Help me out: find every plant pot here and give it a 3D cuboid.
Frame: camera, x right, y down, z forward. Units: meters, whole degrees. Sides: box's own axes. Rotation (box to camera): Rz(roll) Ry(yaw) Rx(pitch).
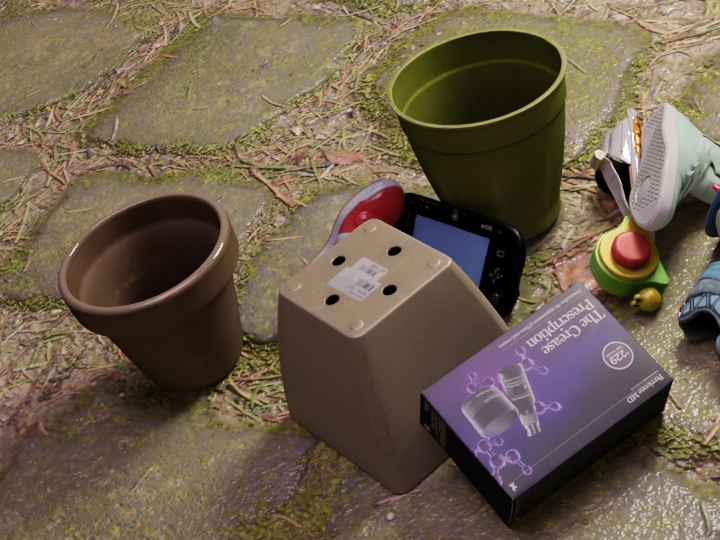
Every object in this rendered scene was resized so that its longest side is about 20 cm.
[{"bbox_3d":[0.150,-0.140,1.798,0.200,0.193,0.200,-11,37,8],"label":"plant pot"},{"bbox_3d":[0.029,0.068,1.624,0.200,0.177,0.200,-37,40,-21],"label":"plant pot"},{"bbox_3d":[-0.213,0.040,1.773,0.200,0.175,0.200,-13,38,10],"label":"plant pot"}]

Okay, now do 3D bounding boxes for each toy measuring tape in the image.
[{"bbox_3d":[0.266,-0.040,1.698,0.073,0.074,0.200,-21,62,1],"label":"toy measuring tape"}]

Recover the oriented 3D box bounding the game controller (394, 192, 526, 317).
[{"bbox_3d":[0.101,-0.019,1.765,0.042,0.104,0.200,-11,23,-44],"label":"game controller"}]

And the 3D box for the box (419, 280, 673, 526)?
[{"bbox_3d":[0.177,0.126,1.526,0.200,0.079,0.141,-34,68,-16],"label":"box"}]

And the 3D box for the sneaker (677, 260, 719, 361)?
[{"bbox_3d":[0.394,0.064,1.552,0.096,0.079,0.200,-45,34,-14],"label":"sneaker"}]

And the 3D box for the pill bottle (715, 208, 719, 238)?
[{"bbox_3d":[0.474,-0.076,1.639,0.200,0.114,0.114,-33,39,-14],"label":"pill bottle"}]

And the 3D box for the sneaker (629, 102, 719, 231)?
[{"bbox_3d":[0.359,-0.093,1.709,0.074,0.118,0.201,-52,11,40],"label":"sneaker"}]

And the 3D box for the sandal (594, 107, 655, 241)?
[{"bbox_3d":[0.293,-0.107,1.789,0.059,0.079,0.207,-9,41,12],"label":"sandal"}]

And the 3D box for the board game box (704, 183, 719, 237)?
[{"bbox_3d":[0.421,-0.123,1.682,0.200,0.158,0.039,-37,65,-19],"label":"board game box"}]

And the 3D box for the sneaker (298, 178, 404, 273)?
[{"bbox_3d":[0.000,0.000,1.766,0.200,0.071,0.112,-54,40,11],"label":"sneaker"}]
